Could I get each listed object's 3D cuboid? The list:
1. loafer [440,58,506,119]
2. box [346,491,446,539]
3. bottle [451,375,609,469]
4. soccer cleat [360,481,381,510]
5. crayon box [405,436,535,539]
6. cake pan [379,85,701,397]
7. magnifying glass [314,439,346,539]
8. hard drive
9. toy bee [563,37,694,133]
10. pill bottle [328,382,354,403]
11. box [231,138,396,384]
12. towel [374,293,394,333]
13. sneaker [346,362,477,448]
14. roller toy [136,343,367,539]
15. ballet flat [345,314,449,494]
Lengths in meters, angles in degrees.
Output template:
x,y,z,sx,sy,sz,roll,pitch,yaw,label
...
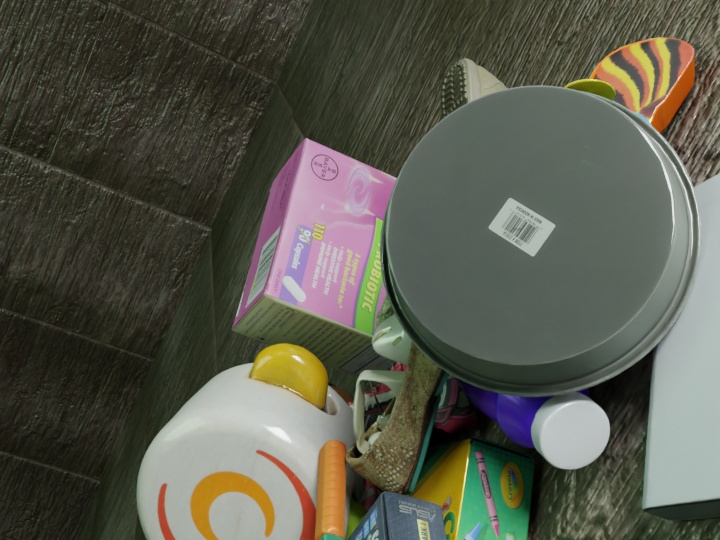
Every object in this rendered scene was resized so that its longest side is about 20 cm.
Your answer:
x,y,z,sx,sy,sz,roll,pitch,yaw,label
0.122,-0.111,0.848,0.076,0.068,0.201,148,124,-65,loafer
-0.001,0.272,0.580,0.158,0.051,0.200,-97,30,-51,box
0.111,0.074,0.622,0.065,0.083,0.200,-65,17,9,bottle
-0.029,0.277,0.810,0.067,0.076,0.200,-43,30,54,soccer cleat
0.060,0.231,0.626,0.119,0.058,0.201,-38,36,59,crayon box
0.102,-0.025,0.530,0.201,0.200,0.037,-70,-23,-6,cake pan
-0.023,0.205,0.596,0.200,0.022,0.080,-87,23,-48,magnifying glass
0.212,0.028,0.473,0.132,0.026,0.200,-38,34,59,hard drive
0.153,-0.082,0.608,0.200,0.108,0.131,-54,-31,-32,toy bee
-0.070,0.185,0.996,0.200,0.106,0.107,-35,37,59,pill bottle
0.000,0.000,0.848,0.097,0.200,0.176,-41,31,55,box
0.095,-0.022,0.725,0.036,0.148,0.200,37,108,33,towel
0.038,0.137,0.788,0.075,0.080,0.200,70,153,21,sneaker
-0.089,0.178,0.757,0.182,0.200,0.140,-21,10,16,roller toy
0.033,0.074,0.608,0.071,0.065,0.200,-58,-14,-66,ballet flat
